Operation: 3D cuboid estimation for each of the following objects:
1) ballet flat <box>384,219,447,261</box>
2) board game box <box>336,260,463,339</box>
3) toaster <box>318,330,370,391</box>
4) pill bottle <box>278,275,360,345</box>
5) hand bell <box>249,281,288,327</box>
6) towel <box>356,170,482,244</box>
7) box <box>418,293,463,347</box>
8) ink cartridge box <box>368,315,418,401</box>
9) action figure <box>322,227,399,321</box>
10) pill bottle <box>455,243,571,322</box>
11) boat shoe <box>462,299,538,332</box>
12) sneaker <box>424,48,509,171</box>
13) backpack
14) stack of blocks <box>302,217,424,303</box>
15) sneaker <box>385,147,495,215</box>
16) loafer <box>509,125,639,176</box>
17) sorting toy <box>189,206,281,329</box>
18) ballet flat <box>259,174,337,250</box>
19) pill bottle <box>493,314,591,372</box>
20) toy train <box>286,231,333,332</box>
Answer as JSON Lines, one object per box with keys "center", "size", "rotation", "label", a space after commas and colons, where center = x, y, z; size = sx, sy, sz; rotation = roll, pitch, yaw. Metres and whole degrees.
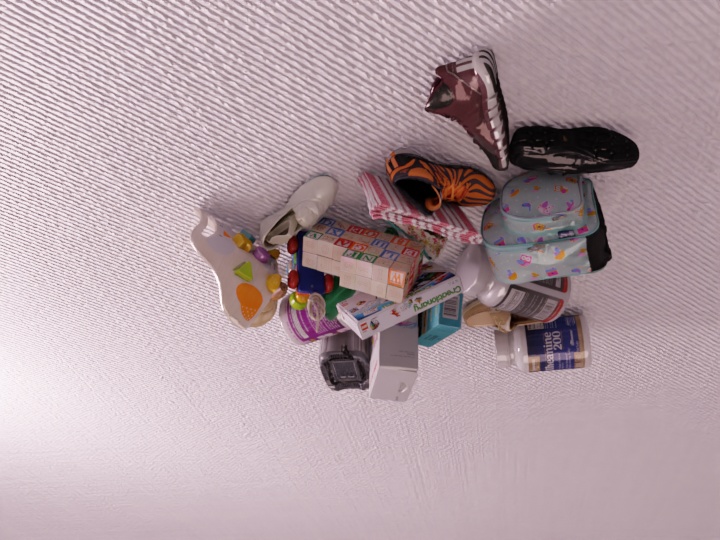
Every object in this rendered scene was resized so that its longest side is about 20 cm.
{"center": [0.090, -0.089, 1.281], "size": [0.064, 0.076, 0.199], "rotation": [-45, 135, 8], "label": "ballet flat"}
{"center": [0.066, 0.048, 1.262], "size": [0.197, 0.126, 0.035], "rotation": [-24, 109, -12], "label": "board game box"}
{"center": [-0.031, 0.166, 1.570], "size": [0.111, 0.131, 0.201], "rotation": [-4, 145, 7], "label": "toaster"}
{"center": [-0.059, 0.073, 1.458], "size": [0.197, 0.114, 0.112], "rotation": [-21, 139, 30], "label": "pill bottle"}
{"center": [-0.175, 0.045, 1.376], "size": [0.102, 0.106, 0.199], "rotation": [18, 163, -22], "label": "hand bell"}
{"center": [0.093, -0.101, 1.188], "size": [0.196, 0.147, 0.030], "rotation": [16, 114, -18], "label": "towel"}
{"center": [0.151, 0.093, 1.453], "size": [0.048, 0.084, 0.200], "rotation": [10, 162, -9], "label": "box"}
{"center": [0.067, 0.144, 1.474], "size": [0.083, 0.203, 0.146], "rotation": [5, 145, -5], "label": "ink cartridge box"}
{"center": [0.000, 0.000, 1.345], "size": [0.054, 0.118, 0.201], "rotation": [36, 99, -32], "label": "action figure"}
{"center": [0.286, 0.020, 1.365], "size": [0.196, 0.118, 0.116], "rotation": [16, 142, -18], "label": "pill bottle"}
{"center": [0.306, 0.092, 1.503], "size": [0.196, 0.070, 0.074], "rotation": [-16, 141, 23], "label": "boat shoe"}
{"center": [0.157, -0.230, 1.076], "size": [0.113, 0.077, 0.202], "rotation": [-6, 133, 19], "label": "sneaker"}
{"center": [0.294, -0.072, 1.192], "size": [0.197, 0.177, 0.155], "rotation": [-18, 124, 24], "label": "backpack"}
{"center": [0.000, -0.021, 1.245], "size": [0.196, 0.115, 0.060], "rotation": [16, 121, 16], "label": "stack of blocks"}
{"center": [0.134, -0.125, 1.163], "size": [0.196, 0.113, 0.079], "rotation": [11, 123, -14], "label": "sneaker"}
{"center": [0.330, -0.183, 1.129], "size": [0.196, 0.069, 0.071], "rotation": [5, 153, 5], "label": "loafer"}
{"center": [-0.236, -0.030, 1.294], "size": [0.106, 0.201, 0.180], "rotation": [-38, 119, 13], "label": "sorting toy"}
{"center": [-0.110, -0.092, 1.273], "size": [0.069, 0.071, 0.199], "rotation": [29, 136, -33], "label": "ballet flat"}
{"center": [0.389, 0.160, 1.556], "size": [0.195, 0.113, 0.112], "rotation": [-7, 144, 12], "label": "pill bottle"}
{"center": [-0.103, 0.041, 1.345], "size": [0.083, 0.204, 0.116], "rotation": [6, 152, -18], "label": "toy train"}
